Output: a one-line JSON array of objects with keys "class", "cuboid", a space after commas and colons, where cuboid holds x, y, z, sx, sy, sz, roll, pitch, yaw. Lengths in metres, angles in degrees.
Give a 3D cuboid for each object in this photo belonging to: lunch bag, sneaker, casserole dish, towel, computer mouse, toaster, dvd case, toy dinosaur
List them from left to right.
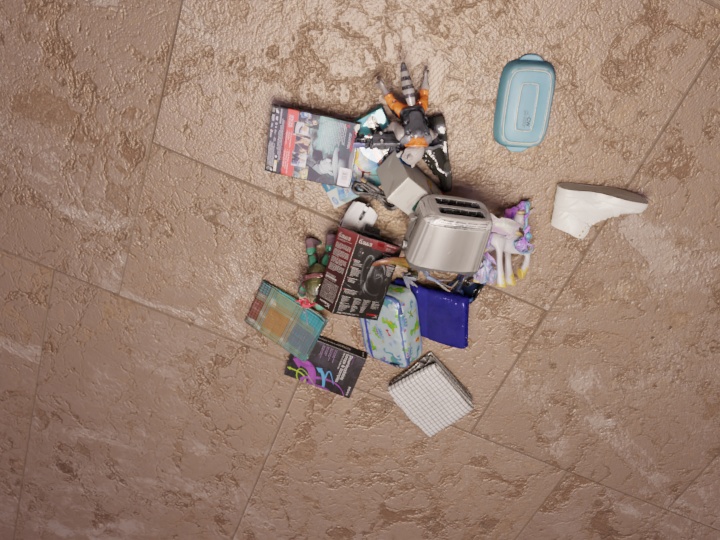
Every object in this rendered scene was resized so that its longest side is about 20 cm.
[{"class": "towel", "cuboid": [-0.196, 0.133, 1.416, 0.198, 0.022, 0.148, 31, 114, 5]}, {"class": "dvd case", "cuboid": [-0.106, -0.269, 1.192, 0.196, 0.022, 0.149, 12, 114, 2]}, {"class": "computer mouse", "cuboid": [0.002, -0.119, 1.249, 0.108, 0.044, 0.201, 27, 140, -5]}, {"class": "lunch bag", "cuboid": [0.068, 0.134, 1.353, 0.159, 0.082, 0.204, 14, 123, 43]}, {"class": "sneaker", "cuboid": [0.142, -0.268, 1.204, 0.102, 0.060, 0.204, -8, 109, 6]}, {"class": "toy dinosaur", "cuboid": [0.148, -0.037, 1.248, 0.198, 0.182, 0.106, 30, 120, -2]}, {"class": "towel", "cuboid": [0.187, 0.332, 1.471, 0.165, 0.086, 0.200, -36, 109, 21]}, {"class": "towel", "cuboid": [0.175, 0.103, 1.340, 0.197, 0.049, 0.150, 15, 125, 31]}, {"class": "toaster", "cuboid": [0.187, -0.073, 1.120, 0.195, 0.115, 0.131, 7, 127, -9]}, {"class": "sneaker", "cuboid": [0.243, 0.060, 1.338, 0.074, 0.079, 0.202, 29, 114, -9]}, {"class": "casserole dish", "cuboid": [0.350, -0.349, 1.159, 0.118, 0.039, 0.204, 4, 116, 3]}, {"class": "sneaker", "cuboid": [0.533, -0.127, 1.234, 0.196, 0.074, 0.118, 10, 118, 11]}]

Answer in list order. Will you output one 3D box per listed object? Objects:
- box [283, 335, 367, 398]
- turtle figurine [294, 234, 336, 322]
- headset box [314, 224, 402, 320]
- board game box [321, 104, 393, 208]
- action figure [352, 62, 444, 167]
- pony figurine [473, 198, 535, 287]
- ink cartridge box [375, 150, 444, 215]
[{"class": "box", "cuboid": [-0.095, 0.254, 1.480, 0.196, 0.036, 0.145, 20, 115, -5]}, {"class": "turtle figurine", "cuboid": [-0.089, 0.021, 1.290, 0.146, 0.101, 0.205, -3, 77, 11]}, {"class": "headset box", "cuboid": [0.000, 0.000, 1.235, 0.147, 0.077, 0.204, 12, 99, -44]}, {"class": "board game box", "cuboid": [-0.006, -0.254, 1.227, 0.197, 0.047, 0.153, -24, 111, 15]}, {"class": "action figure", "cuboid": [0.078, -0.306, 1.110, 0.196, 0.105, 0.198, -9, 79, -9]}, {"class": "pony figurine", "cuboid": [0.313, -0.068, 1.237, 0.189, 0.166, 0.205, 3, 98, -26]}, {"class": "ink cartridge box", "cuboid": [0.132, -0.159, 1.190, 0.198, 0.117, 0.067, 31, 118, -35]}]
